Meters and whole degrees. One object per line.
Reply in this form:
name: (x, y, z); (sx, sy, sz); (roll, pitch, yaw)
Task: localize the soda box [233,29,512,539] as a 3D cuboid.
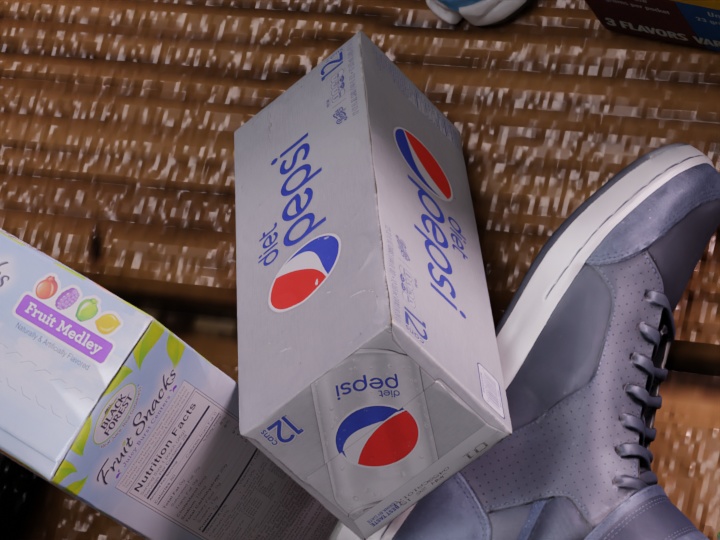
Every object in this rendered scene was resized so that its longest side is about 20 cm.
soda box: (0.000, 0.000, 0.912); (0.068, 0.063, 0.200); (-38, 28, 18)

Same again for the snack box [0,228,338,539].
snack box: (-0.105, 0.041, 0.923); (0.169, 0.200, 0.068); (28, 84, 29)

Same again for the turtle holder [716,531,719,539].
turtle holder: (0.177, 0.086, 0.740); (0.185, 0.141, 0.132); (17, 80, 27)

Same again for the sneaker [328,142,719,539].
sneaker: (0.103, 0.066, 0.894); (0.146, 0.077, 0.202); (33, 81, 25)

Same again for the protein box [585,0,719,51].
protein box: (0.147, -0.201, 0.904); (0.135, 0.199, 0.200); (15, 77, 28)

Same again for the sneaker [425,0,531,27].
sneaker: (0.005, -0.190, 1.030); (0.075, 0.087, 0.200); (-40, 59, 7)
